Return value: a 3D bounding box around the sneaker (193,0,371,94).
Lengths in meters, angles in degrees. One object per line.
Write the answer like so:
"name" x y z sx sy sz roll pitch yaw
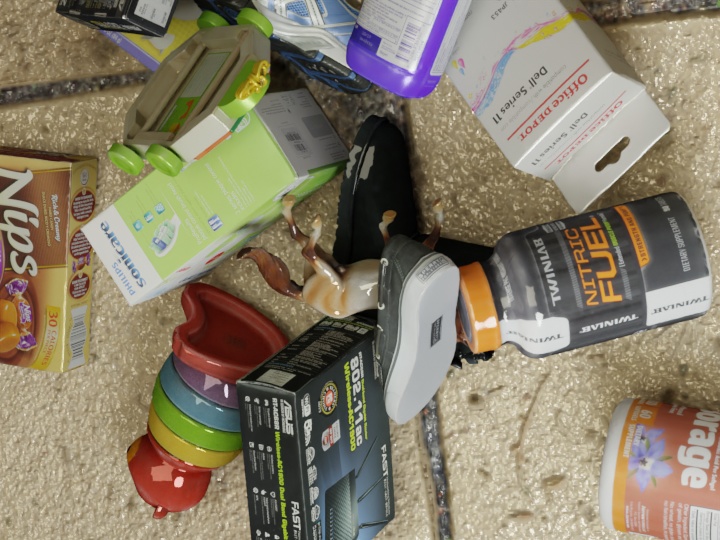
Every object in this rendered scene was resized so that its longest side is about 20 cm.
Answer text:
"sneaker" -0.067 -0.231 1.581 0.199 0.076 0.078 30 79 -12

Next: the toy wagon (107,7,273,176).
"toy wagon" -0.128 -0.146 1.512 0.199 0.040 0.156 8 61 55

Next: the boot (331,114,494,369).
"boot" 0.059 -0.021 1.582 0.161 0.073 0.200 18 111 20

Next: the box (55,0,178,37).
"box" -0.185 -0.304 1.570 0.161 0.049 0.202 15 86 56

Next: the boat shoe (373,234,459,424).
"boat shoe" 0.040 0.047 1.499 0.057 0.068 0.201 39 146 25

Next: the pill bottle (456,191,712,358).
"pill bottle" 0.177 0.010 1.486 0.198 0.106 0.107 -15 93 -5

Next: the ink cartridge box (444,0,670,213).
"ink cartridge box" 0.150 -0.158 1.497 0.117 0.067 0.201 -44 61 20

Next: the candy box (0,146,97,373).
"candy box" -0.314 -0.012 1.731 0.115 0.056 0.202 8 102 19

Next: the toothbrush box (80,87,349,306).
"toothbrush box" -0.123 -0.067 1.604 0.199 0.145 0.087 -35 86 20

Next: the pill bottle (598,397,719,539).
"pill bottle" 0.303 0.173 1.499 0.198 0.112 0.114 8 101 19

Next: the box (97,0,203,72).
"box" -0.142 -0.271 1.634 0.117 0.048 0.201 36 107 12

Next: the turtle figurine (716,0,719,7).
"turtle figurine" 0.239 -0.294 1.441 0.195 0.199 0.144 58 146 0

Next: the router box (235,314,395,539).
"router box" -0.035 0.158 1.575 0.062 0.150 0.202 9 116 28

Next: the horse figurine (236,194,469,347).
"horse figurine" 0.000 0.000 1.538 0.198 0.050 0.134 0 129 11

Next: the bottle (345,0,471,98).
"bottle" 0.056 -0.244 1.481 0.083 0.065 0.202 30 110 27

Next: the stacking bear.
"stacking bear" -0.150 0.134 1.666 0.113 0.122 0.201 23 117 -10
